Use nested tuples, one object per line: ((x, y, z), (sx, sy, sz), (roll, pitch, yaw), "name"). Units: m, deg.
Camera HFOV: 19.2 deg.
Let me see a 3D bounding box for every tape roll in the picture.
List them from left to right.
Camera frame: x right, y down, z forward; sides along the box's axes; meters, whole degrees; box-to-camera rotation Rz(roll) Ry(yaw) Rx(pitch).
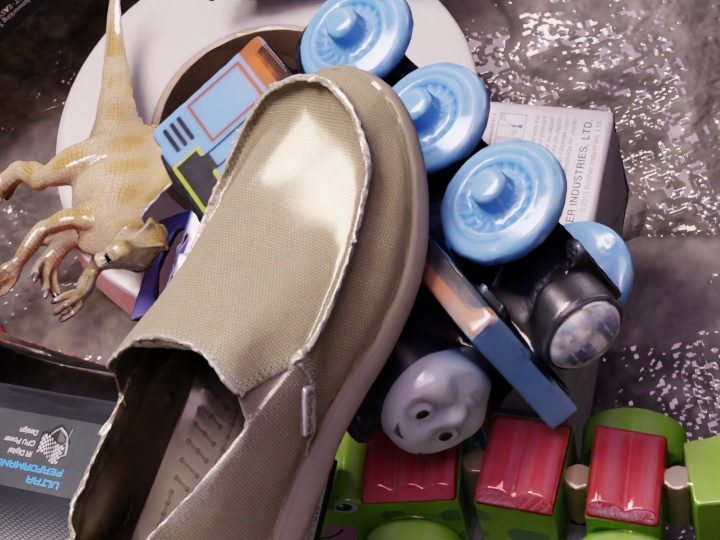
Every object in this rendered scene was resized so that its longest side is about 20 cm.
((-0.041, -0.057, 0.970), (0.201, 0.037, 0.204), (-5, 61, 9), "tape roll")

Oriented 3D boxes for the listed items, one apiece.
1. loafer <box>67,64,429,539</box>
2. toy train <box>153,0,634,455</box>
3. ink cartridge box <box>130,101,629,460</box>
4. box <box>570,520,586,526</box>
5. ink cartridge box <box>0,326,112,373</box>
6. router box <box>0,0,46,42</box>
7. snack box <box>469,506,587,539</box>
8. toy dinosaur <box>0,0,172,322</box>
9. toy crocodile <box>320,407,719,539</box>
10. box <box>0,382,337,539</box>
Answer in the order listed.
((-0.037, 0.024, 0.679), (0.075, 0.068, 0.201), (8, 77, 38), "loafer")
((0.012, -0.017, 0.760), (0.114, 0.087, 0.200), (-42, 48, 4), "toy train")
((0.000, 0.000, 0.865), (0.199, 0.076, 0.137), (7, 63, 14), "ink cartridge box")
((0.031, 0.196, 0.801), (0.199, 0.046, 0.160), (-26, 59, -3), "box")
((-0.206, -0.008, 0.905), (0.199, 0.160, 0.048), (14, 84, 20), "ink cartridge box")
((-0.175, -0.194, 1.023), (0.200, 0.062, 0.150), (-42, 43, -5), "router box")
((0.012, 0.179, 0.756), (0.115, 0.037, 0.201), (9, 62, 18), "snack box")
((-0.113, -0.037, 0.917), (0.101, 0.058, 0.201), (-34, 35, 15), "toy dinosaur")
((0.054, 0.076, 0.750), (0.198, 0.062, 0.068), (2, 56, 14), "toy crocodile")
((-0.115, 0.125, 0.766), (0.199, 0.046, 0.160), (7, 77, 34), "box")
